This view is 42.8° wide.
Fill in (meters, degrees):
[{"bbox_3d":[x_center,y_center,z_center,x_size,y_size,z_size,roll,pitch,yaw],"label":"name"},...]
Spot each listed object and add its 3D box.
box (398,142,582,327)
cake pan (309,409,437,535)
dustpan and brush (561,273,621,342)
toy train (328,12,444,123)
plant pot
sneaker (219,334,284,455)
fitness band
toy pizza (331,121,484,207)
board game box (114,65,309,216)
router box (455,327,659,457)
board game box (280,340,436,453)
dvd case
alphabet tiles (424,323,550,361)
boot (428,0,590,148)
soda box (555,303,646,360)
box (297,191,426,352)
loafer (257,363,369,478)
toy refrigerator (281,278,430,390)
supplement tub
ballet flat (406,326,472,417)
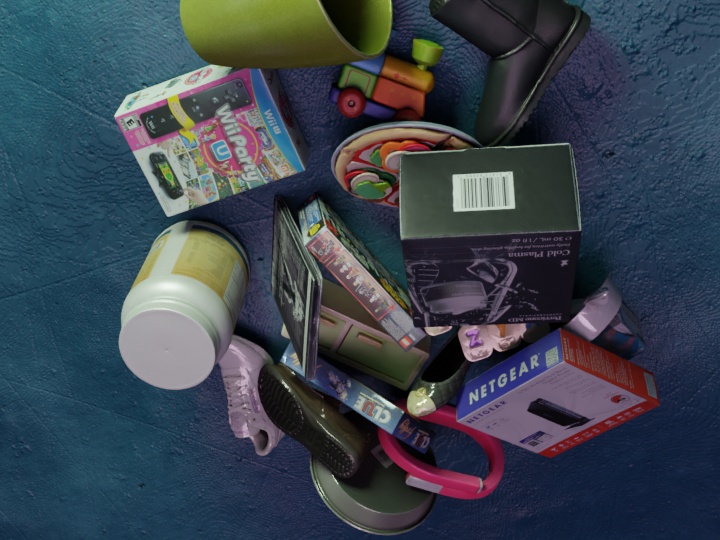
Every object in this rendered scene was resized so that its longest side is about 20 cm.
[{"bbox_3d":[0.150,-0.035,1.080,0.196,0.126,0.198,-3,148,7],"label":"box"},{"bbox_3d":[0.026,0.279,1.322,0.197,0.202,0.037,19,133,-7],"label":"cake pan"},{"bbox_3d":[0.286,0.049,1.150,0.057,0.200,0.140,44,82,-2],"label":"dustpan and brush"},{"bbox_3d":[0.070,-0.218,1.087,0.197,0.085,0.117,19,109,-7],"label":"toy train"},{"bbox_3d":[-0.094,-0.296,1.003,0.197,0.188,0.189,-12,122,29],"label":"plant pot"},{"bbox_3d":[-0.160,0.180,1.335,0.074,0.100,0.202,-8,122,33],"label":"sneaker"},{"bbox_3d":[0.118,0.254,1.331,0.197,0.145,0.038,18,129,-13],"label":"fitness band"},{"bbox_3d":[0.062,-0.116,1.114,0.196,0.032,0.201,3,157,1],"label":"toy pizza"},{"bbox_3d":[-0.181,-0.171,1.143,0.197,0.065,0.149,-17,119,14],"label":"board game box"},{"bbox_3d":[0.253,0.166,1.201,0.177,0.050,0.200,23,138,-27],"label":"router box"},{"bbox_3d":[-0.003,0.172,1.253,0.035,0.198,0.135,-57,149,-6],"label":"board game box"},{"bbox_3d":[-0.084,0.018,1.177,0.016,0.201,0.151,-5,125,-17],"label":"dvd case"},{"bbox_3d":[0.165,0.009,1.201,0.197,0.015,0.199,-19,92,9],"label":"alphabet tiles"},{"bbox_3d":[0.143,-0.256,1.050,0.166,0.077,0.201,28,113,-17],"label":"boot"},{"bbox_3d":[0.293,0.121,1.278,0.199,0.069,0.063,-38,116,25],"label":"soda box"},{"bbox_3d":[0.000,0.000,1.186,0.040,0.137,0.200,-39,112,9],"label":"box"},{"bbox_3d":[-0.065,0.204,1.289,0.200,0.071,0.073,44,128,16],"label":"loafer"},{"bbox_3d":[-0.005,0.087,1.284,0.197,0.070,0.076,26,121,-10],"label":"toy refrigerator"},{"bbox_3d":[-0.228,0.043,1.198,0.142,0.201,0.147,2,123,4],"label":"supplement tub"},{"bbox_3d":[0.123,0.114,1.239,0.066,0.200,0.057,17,148,43],"label":"ballet flat"}]
